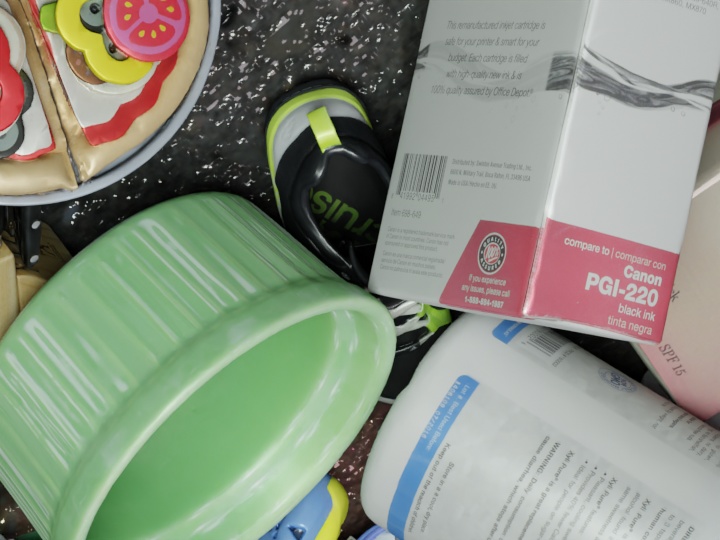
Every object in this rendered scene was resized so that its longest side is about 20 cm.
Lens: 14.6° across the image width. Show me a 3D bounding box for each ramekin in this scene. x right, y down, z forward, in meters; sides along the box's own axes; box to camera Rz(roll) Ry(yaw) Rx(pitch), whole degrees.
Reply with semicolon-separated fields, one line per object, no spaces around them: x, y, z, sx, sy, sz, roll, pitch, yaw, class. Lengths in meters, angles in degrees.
-0.088;0.057;1.344;0.200;0.098;0.200;-36;156;-19;ramekin

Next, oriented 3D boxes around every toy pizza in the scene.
-0.153;-0.129;1.240;0.199;0.032;0.201;4;80;-21;toy pizza

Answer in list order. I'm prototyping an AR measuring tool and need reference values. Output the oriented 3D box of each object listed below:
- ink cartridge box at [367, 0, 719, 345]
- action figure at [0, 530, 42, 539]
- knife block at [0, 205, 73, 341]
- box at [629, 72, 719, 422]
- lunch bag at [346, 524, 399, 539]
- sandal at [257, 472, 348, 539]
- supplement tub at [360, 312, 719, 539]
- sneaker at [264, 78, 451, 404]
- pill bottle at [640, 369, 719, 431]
0.089;-0.076;1.299;0.084;0.145;0.201;11;89;-30;ink cartridge box
-0.223;0.151;1.410;0.199;0.118;0.055;-3;106;-5;action figure
-0.214;0.012;1.309;0.200;0.064;0.175;-51;144;14;knife block
0.203;-0.041;1.418;0.200;0.109;0.128;-35;122;5;box
0.046;0.225;1.489;0.200;0.076;0.160;44;105;10;lunch bag
-0.089;0.169;1.459;0.200;0.079;0.087;-43;91;11;sandal
0.113;0.116;1.393;0.200;0.132;0.132;33;111;15;supplement tub
0.000;0.000;1.393;0.071;0.083;0.201;-25;123;-2;sneaker
0.167;0.154;1.515;0.111;0.112;0.201;3;118;-18;pill bottle
